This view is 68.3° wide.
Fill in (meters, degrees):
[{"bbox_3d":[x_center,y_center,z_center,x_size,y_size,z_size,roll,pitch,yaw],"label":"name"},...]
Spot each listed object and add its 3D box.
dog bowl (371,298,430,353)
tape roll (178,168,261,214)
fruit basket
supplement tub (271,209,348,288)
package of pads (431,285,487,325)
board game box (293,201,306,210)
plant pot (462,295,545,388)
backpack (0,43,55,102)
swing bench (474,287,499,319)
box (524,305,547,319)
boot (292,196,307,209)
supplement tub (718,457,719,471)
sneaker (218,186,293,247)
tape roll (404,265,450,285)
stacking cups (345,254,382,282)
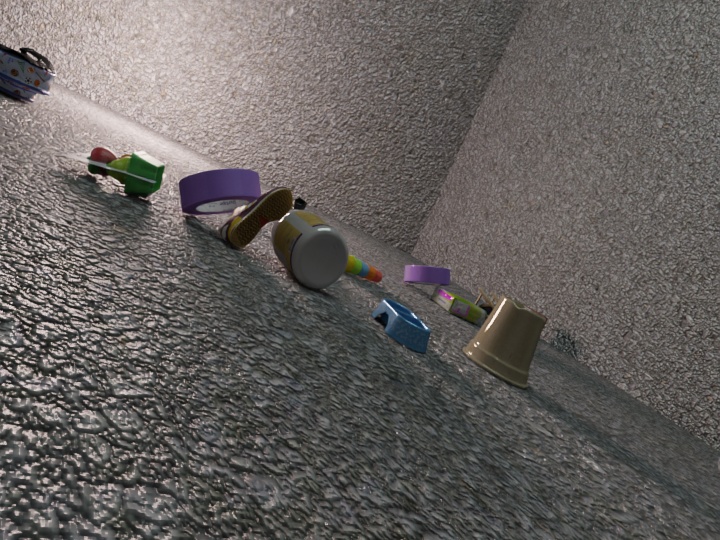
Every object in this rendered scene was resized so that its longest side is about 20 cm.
[{"bbox_3d":[0.098,0.123,1.242,0.109,0.051,0.200,24,7,-22],"label":"dog bowl"},{"bbox_3d":[-0.340,-0.189,1.295,0.192,0.069,0.200,-10,-3,0],"label":"tape roll"},{"bbox_3d":[-0.555,-0.230,1.211,0.192,0.098,0.185,9,12,-15],"label":"fruit basket"},{"bbox_3d":[-0.128,-0.059,1.273,0.142,0.150,0.199,21,9,-34],"label":"supplement tub"},{"bbox_3d":[0.406,0.144,2.172,0.195,0.070,0.154,23,8,-28],"label":"package of pads"},{"bbox_3d":[-0.365,-0.331,2.684,0.148,0.048,0.199,23,9,-32],"label":"board game box"},{"bbox_3d":[0.401,0.181,1.430,0.195,0.189,0.201,26,7,-4],"label":"plant pot"},{"bbox_3d":[-1.060,-0.615,1.645,0.184,0.160,0.200,19,12,9],"label":"backpack"},{"bbox_3d":[0.609,0.192,2.386,0.198,0.132,0.197,38,11,32],"label":"swing bench"},{"bbox_3d":[0.940,0.280,2.985,0.196,0.131,0.108,20,10,-38],"label":"box"},{"bbox_3d":[-0.224,-0.192,1.889,0.068,0.136,0.200,23,8,-9],"label":"boot"},{"bbox_3d":[1.229,0.633,1.632,0.119,0.126,0.200,23,9,-27],"label":"supplement tub"},{"bbox_3d":[-0.249,-0.139,1.259,0.088,0.199,0.077,21,-38,41],"label":"sneaker"},{"bbox_3d":[0.284,0.022,2.261,0.191,0.069,0.200,6,-3,0],"label":"tape roll"},{"bbox_3d":[0.000,0.000,1.752,0.197,0.062,0.060,28,4,-45],"label":"stacking cups"}]
